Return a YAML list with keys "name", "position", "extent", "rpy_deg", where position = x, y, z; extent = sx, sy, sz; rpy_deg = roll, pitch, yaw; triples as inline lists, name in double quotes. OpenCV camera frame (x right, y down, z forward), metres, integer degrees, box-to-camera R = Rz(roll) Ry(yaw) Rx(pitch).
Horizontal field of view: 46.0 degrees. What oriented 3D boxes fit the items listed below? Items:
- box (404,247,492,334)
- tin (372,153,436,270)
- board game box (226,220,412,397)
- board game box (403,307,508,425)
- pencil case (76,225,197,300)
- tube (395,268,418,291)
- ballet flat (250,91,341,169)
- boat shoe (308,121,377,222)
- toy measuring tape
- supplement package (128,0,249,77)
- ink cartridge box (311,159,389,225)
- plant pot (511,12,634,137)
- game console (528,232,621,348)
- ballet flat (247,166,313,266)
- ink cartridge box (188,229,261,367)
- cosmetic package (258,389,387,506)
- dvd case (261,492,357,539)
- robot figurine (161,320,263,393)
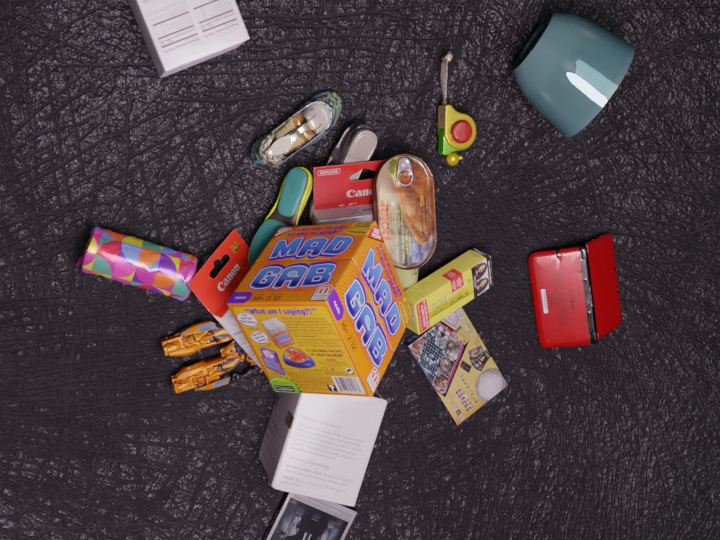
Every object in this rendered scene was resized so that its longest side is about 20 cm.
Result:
- name: "box"
  position: [0.164, 0.037, 1.601]
  extent: [0.198, 0.050, 0.076]
  rpy_deg: [-29, 127, -27]
- name: "tin"
  position: [0.076, -0.103, 1.508]
  extent: [0.110, 0.042, 0.205]
  rpy_deg: [-3, 93, -21]
- name: "board game box"
  position: [-0.061, 0.063, 1.405]
  extent: [0.201, 0.197, 0.202]
  rpy_deg: [-59, 136, -42]
- name: "board game box"
  position: [0.189, 0.185, 1.675]
  extent: [0.134, 0.035, 0.202]
  rpy_deg: [-35, 106, -9]
- name: "pencil case"
  position: [-0.380, -0.012, 1.452]
  extent: [0.197, 0.088, 0.090]
  rpy_deg: [18, 93, -16]
- name: "tube"
  position: [0.081, -0.012, 1.574]
  extent: [0.058, 0.051, 0.204]
  rpy_deg: [-35, 134, -52]
- name: "ballet flat"
  position: [-0.106, -0.246, 1.504]
  extent: [0.199, 0.074, 0.075]
  rpy_deg: [-41, 107, -7]
- name: "boat shoe"
  position: [-0.036, -0.178, 1.539]
  extent: [0.066, 0.057, 0.202]
  rpy_deg: [20, 112, -33]
- name: "toy measuring tape"
  position: [0.182, -0.299, 1.582]
  extent: [0.072, 0.073, 0.204]
  rpy_deg: [-2, 99, -16]
- name: "supplement package"
  position: [-0.293, -0.440, 1.373]
  extent: [0.149, 0.152, 0.203]
  rpy_deg: [-24, 104, -12]
- name: "ink cartridge box"
  position: [0.010, -0.108, 1.537]
  extent: [0.196, 0.045, 0.179]
  rpy_deg: [-8, 126, -15]
- name: "plant pot"
  position: [0.379, -0.378, 1.569]
  extent: [0.160, 0.201, 0.202]
  rpy_deg: [34, 88, -7]
- name: "game console"
  position: [0.441, 0.040, 1.738]
  extent: [0.169, 0.119, 0.204]
  rpy_deg: [-7, 102, 17]
- name: "ballet flat"
  position: [-0.136, -0.088, 1.520]
  extent: [0.066, 0.067, 0.203]
  rpy_deg: [24, 88, 13]
- name: "ink cartridge box"
  position: [-0.187, 0.044, 1.491]
  extent: [0.201, 0.047, 0.161]
  rpy_deg: [51, 45, -19]
- name: "cosmetic package"
  position: [-0.072, 0.290, 1.545]
  extent: [0.162, 0.165, 0.204]
  rpy_deg: [17, 93, -18]
- name: "dvd case"
  position: [-0.114, 0.528, 1.642]
  extent: [0.149, 0.025, 0.203]
  rpy_deg: [27, 89, -18]
- name: "robot figurine"
  position: [-0.249, 0.145, 1.524]
  extent: [0.196, 0.058, 0.148]
  rpy_deg: [-17, 104, -13]
